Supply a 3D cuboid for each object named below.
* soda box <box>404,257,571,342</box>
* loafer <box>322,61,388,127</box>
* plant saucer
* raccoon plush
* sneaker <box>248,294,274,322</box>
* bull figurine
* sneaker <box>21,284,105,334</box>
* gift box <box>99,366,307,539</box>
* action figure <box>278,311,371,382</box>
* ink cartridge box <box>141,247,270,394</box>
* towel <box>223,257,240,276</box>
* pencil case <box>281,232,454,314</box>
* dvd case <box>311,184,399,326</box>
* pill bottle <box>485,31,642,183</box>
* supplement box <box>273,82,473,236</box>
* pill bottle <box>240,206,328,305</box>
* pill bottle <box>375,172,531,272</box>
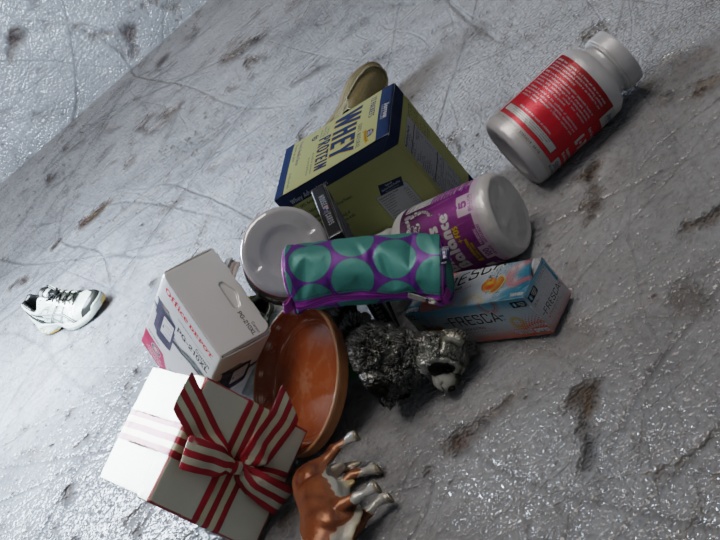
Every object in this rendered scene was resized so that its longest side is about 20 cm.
[{"bbox_3d":[0.150,0.041,1.510,0.200,0.068,0.064,-11,40,47],"label":"soda box"},{"bbox_3d":[-0.002,-0.273,2.166,0.067,0.076,0.200,5,63,54],"label":"loafer"},{"bbox_3d":[-0.074,0.141,1.615,0.200,0.032,0.201,-20,65,51],"label":"plant saucer"},{"bbox_3d":[0.046,0.068,1.509,0.134,0.200,0.097,-36,-9,10],"label":"raccoon plush"},{"bbox_3d":[-0.178,0.097,1.858,0.085,0.074,0.200,-29,30,23],"label":"sneaker"},{"bbox_3d":[-0.027,0.269,1.424,0.121,0.065,0.200,-36,30,4],"label":"bull figurine"},{"bbox_3d":[-0.575,0.066,2.412,0.200,0.088,0.076,-18,34,36],"label":"sneaker"},{"bbox_3d":[-0.191,0.214,1.556,0.187,0.184,0.200,6,72,57],"label":"gift box"},{"bbox_3d":[-0.057,0.121,1.665,0.200,0.055,0.118,-35,57,40],"label":"action figure"},{"bbox_3d":[-0.210,0.088,1.690,0.084,0.145,0.200,-28,-18,-30],"label":"ink cartridge box"},{"bbox_3d":[-0.245,0.081,1.905,0.191,0.032,0.200,-60,6,11],"label":"towel"},{"bbox_3d":[0.009,0.006,1.487,0.199,0.085,0.093,-4,52,6],"label":"pencil case"},{"bbox_3d":[0.000,0.000,1.626,0.025,0.200,0.150,-28,28,3],"label":"dvd case"},{"bbox_3d":[0.274,-0.221,1.679,0.200,0.112,0.112,-43,27,0],"label":"pill bottle"},{"bbox_3d":[0.023,-0.110,1.753,0.200,0.200,0.134,-29,30,24],"label":"supplement box"},{"bbox_3d":[-0.098,-0.013,1.647,0.114,0.114,0.200,-46,-2,-7],"label":"pill bottle"},{"bbox_3d":[0.111,-0.042,1.634,0.200,0.112,0.112,-24,33,33],"label":"pill bottle"}]
